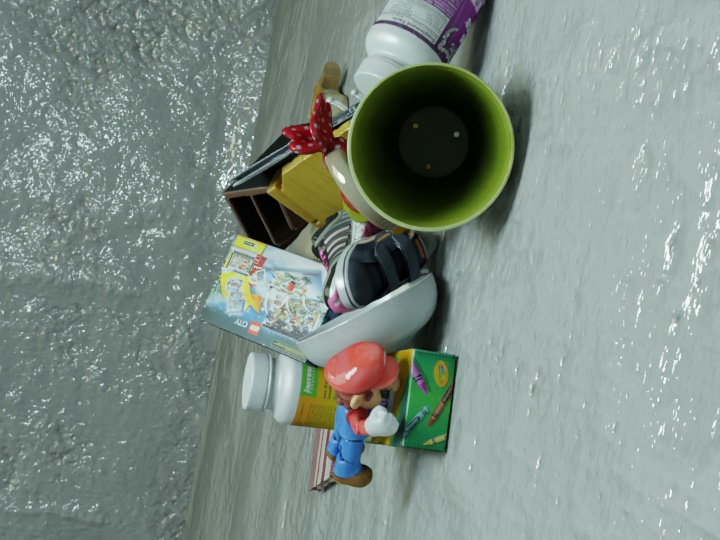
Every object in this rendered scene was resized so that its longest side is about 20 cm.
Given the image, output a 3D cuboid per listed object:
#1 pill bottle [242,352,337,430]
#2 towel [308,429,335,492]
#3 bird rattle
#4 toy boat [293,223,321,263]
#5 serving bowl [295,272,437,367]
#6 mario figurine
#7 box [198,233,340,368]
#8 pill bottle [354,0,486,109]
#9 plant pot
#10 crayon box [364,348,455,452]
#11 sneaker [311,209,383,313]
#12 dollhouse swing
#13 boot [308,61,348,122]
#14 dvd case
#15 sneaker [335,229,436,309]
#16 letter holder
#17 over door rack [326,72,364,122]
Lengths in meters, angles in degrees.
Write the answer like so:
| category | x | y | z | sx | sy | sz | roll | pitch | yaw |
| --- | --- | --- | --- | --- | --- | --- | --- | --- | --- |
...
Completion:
| category | x | y | z | sx | sy | sz | roll | pitch | yaw |
| --- | --- | --- | --- | --- | --- | --- | --- | --- | --- |
| pill bottle | -0.065 | 0.171 | 1.682 | 0.111 | 0.199 | 0.112 | -172 | 90 | -77 |
| towel | -0.041 | 0.274 | 1.899 | 0.200 | 0.023 | 0.145 | 132 | 147 | -63 |
| bird rattle | -0.001 | -0.126 | 1.457 | 0.112 | 0.200 | 0.163 | -35 | 56 | 8 |
| toy boat | 0.000 | 0.000 | 1.714 | 0.199 | 0.130 | 0.131 | 4 | 84 | 44 |
| serving bowl | 0.018 | 0.076 | 1.514 | 0.066 | 0.199 | 0.200 | 64 | 165 | -2 |
| mario figurine | 0.013 | 0.172 | 1.434 | 0.123 | 0.106 | 0.201 | 34 | 134 | 29 |
| box | -0.121 | 0.041 | 1.657 | 0.038 | 0.199 | 0.137 | 33 | -102 | -58 |
| pill bottle | 0.075 | -0.307 | 1.502 | 0.201 | 0.112 | 0.112 | -59 | 9 | -14 |
| plant pot | 0.084 | -0.149 | 1.396 | 0.200 | 0.186 | 0.188 | -63 | -15 | -82 |
| crayon box | 0.058 | 0.165 | 1.485 | 0.200 | 0.058 | 0.119 | 155 | 123 | -74 |
| sneaker | -0.027 | -0.014 | 1.562 | 0.074 | 0.087 | 0.200 | 58 | -148 | -36 |
| dollhouse swing | -0.008 | -0.183 | 1.642 | 0.200 | 0.182 | 0.176 | -31 | 45 | 28 |
| boot | -0.070 | -0.306 | 2.351 | 0.144 | 0.070 | 0.202 | 106 | 169 | -49 |
| dvd case | -0.077 | -0.179 | 1.607 | 0.016 | 0.199 | 0.149 | 60 | -165 | -7 |
| sneaker | 0.036 | -0.013 | 1.502 | 0.200 | 0.079 | 0.079 | -44 | -61 | -59 |
| letter holder | -0.090 | -0.115 | 1.765 | 0.200 | 0.100 | 0.143 | -51 | -54 | -43 |
| over door rack | 0.006 | -0.272 | 1.824 | 0.148 | 0.067 | 0.200 | -43 | 1 | -26 |
